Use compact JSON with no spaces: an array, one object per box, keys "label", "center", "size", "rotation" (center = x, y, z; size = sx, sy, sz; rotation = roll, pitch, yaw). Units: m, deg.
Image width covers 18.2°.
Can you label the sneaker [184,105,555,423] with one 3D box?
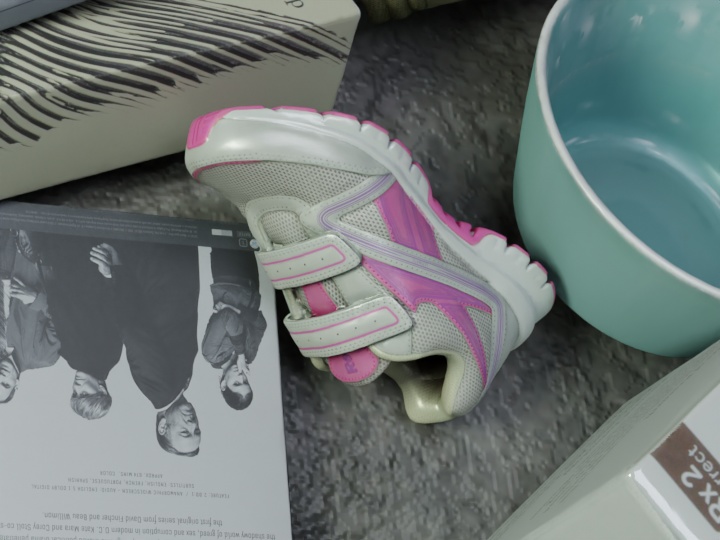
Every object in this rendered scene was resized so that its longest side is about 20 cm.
[{"label":"sneaker","center":[0.000,0.000,0.999],"size":[0.200,0.081,0.089],"rotation":[35,62,-25]}]

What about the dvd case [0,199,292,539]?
[{"label":"dvd case","center":[-0.104,0.069,0.968],"size":[0.149,0.025,0.201],"rotation":[6,66,-23]}]

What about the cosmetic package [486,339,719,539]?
[{"label":"cosmetic package","center":[0.165,0.132,0.962],"size":[0.165,0.200,0.165],"rotation":[49,57,2]}]

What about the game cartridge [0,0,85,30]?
[{"label":"game cartridge","center":[-0.155,-0.201,0.980],"size":[0.132,0.041,0.201],"rotation":[-21,64,-20]}]

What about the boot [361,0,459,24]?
[{"label":"boot","center":[0.071,-0.174,1.122],"size":[0.154,0.200,0.073],"rotation":[-14,103,10]}]

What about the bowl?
[{"label":"bowl","center":[0.153,-0.038,1.079],"size":[0.200,0.105,0.202],"rotation":[14,52,-18]}]

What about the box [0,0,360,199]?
[{"label":"box","center":[-0.106,-0.097,1.004],"size":[0.199,0.069,0.082],"rotation":[-19,57,-31]}]
